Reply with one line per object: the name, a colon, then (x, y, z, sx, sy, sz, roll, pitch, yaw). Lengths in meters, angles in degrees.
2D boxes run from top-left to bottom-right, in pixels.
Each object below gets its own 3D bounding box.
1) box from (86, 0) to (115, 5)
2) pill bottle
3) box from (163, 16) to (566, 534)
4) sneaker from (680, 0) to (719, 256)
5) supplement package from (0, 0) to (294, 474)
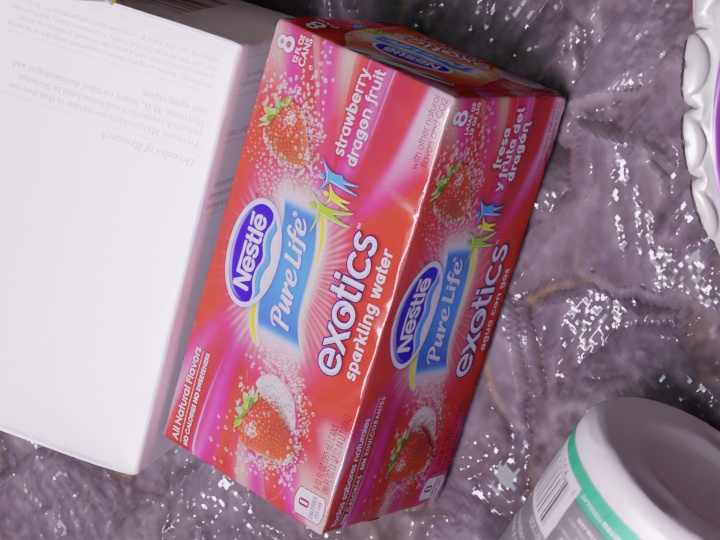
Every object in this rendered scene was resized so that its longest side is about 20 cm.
box: (-0.144, -0.189, 0.930, 0.199, 0.160, 0.050, 9, 142, 36)
pill bottle: (0.090, 0.161, 0.865, 0.113, 0.113, 0.201, 43, 117, 24)
box: (0.000, 0.000, 0.924, 0.099, 0.095, 0.201, 27, 109, 31)
sneaker: (0.169, -0.093, 0.814, 0.083, 0.081, 0.202, 8, 104, 18)
supplement package: (-0.112, -0.028, 0.971, 0.116, 0.117, 0.202, 17, 104, 11)
